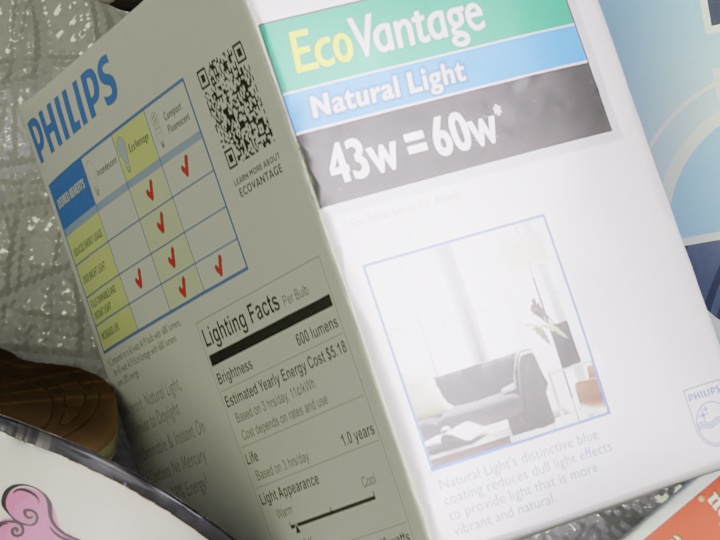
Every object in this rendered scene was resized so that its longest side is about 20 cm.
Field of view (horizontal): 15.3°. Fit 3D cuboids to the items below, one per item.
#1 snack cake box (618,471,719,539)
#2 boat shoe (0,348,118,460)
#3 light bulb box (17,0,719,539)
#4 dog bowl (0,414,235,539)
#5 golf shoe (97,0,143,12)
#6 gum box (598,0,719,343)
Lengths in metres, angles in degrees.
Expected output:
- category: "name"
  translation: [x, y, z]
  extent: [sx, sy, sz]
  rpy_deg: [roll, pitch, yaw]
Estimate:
- category: "snack cake box"
  translation: [0.167, 0.157, 0.910]
  extent: [0.115, 0.067, 0.200]
  rpy_deg: [-42, 78, 15]
- category: "boat shoe"
  translation: [-0.135, 0.072, 0.957]
  extent: [0.072, 0.200, 0.072]
  rpy_deg: [-7, 98, -26]
- category: "light bulb box"
  translation: [0.000, 0.000, 0.883]
  extent: [0.125, 0.198, 0.200]
  rpy_deg: [-16, 84, -29]
- category: "dog bowl"
  translation: [-0.121, 0.120, 0.868]
  extent: [0.200, 0.200, 0.074]
  rpy_deg: [13, 61, 17]
- category: "golf shoe"
  translation: [-0.024, -0.152, 0.929]
  extent: [0.078, 0.094, 0.200]
  rpy_deg: [52, 121, 14]
- category: "gum box"
  translation: [0.145, -0.049, 0.929]
  extent: [0.200, 0.045, 0.170]
  rpy_deg: [-10, 88, 17]
